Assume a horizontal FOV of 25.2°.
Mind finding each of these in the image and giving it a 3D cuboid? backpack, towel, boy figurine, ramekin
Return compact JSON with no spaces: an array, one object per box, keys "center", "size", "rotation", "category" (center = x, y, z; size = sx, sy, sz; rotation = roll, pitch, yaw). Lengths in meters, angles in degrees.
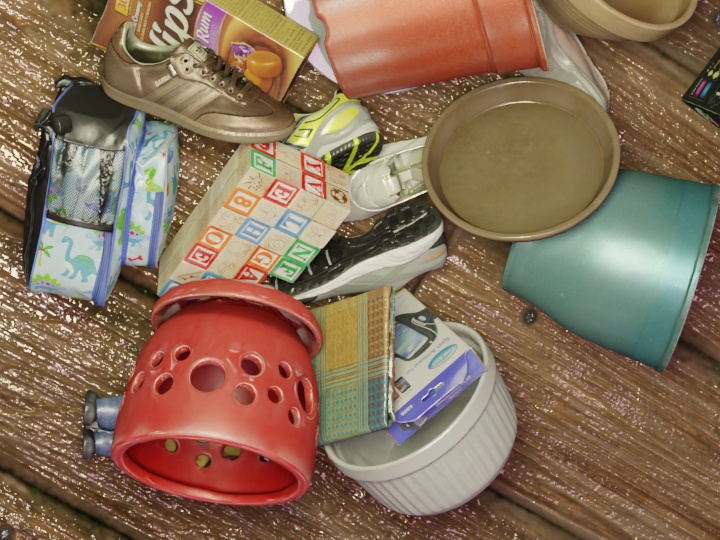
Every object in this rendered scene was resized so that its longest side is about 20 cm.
[{"center":[-0.258,-0.069,1.598],"size":[0.146,0.183,0.201],"rotation":[13,108,-8],"category":"backpack"},{"center":[-0.022,0.102,1.639],"size":[0.022,0.200,0.148],"rotation":[9,74,-31],"category":"towel"},{"center":[-0.197,0.162,1.719],"size":[0.199,0.064,0.125],"rotation":[1,104,-6],"category":"boy figurine"},{"center":[0.068,0.161,1.677],"size":[0.200,0.200,0.105],"rotation":[-34,121,4],"category":"ramekin"}]

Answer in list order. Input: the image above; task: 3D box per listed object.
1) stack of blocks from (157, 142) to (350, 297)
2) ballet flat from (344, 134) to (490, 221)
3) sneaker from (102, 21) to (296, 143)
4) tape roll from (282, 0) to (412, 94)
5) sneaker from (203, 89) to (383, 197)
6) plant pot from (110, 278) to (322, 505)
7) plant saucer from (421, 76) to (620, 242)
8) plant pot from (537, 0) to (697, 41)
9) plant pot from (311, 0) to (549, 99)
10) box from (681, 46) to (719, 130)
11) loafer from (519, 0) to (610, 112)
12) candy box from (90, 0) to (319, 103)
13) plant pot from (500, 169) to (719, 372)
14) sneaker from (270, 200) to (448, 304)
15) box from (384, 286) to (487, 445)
[{"center":[-0.110,-0.036,1.633],"size":[0.115,0.059,0.200],"rotation":[23,128,-23],"category":"stack of blocks"},{"center":[0.050,-0.102,1.677],"size":[0.199,0.069,0.070],"rotation":[-20,104,0],"category":"ballet flat"},{"center":[-0.156,-0.181,1.554],"size":[0.199,0.071,0.076],"rotation":[16,122,6],"category":"sneaker"},{"center":[0.019,-0.282,1.631],"size":[0.199,0.066,0.202],"rotation":[-1,104,-5],"category":"tape roll"},{"center":[-0.074,-0.116,1.670],"size":[0.199,0.075,0.077],"rotation":[-25,67,9],"category":"sneaker"},{"center":[-0.137,0.120,1.605],"size":[0.199,0.201,0.183],"rotation":[10,62,-7],"category":"plant pot"},{"center":[0.161,-0.108,1.611],"size":[0.199,0.201,0.030],"rotation":[-18,147,0],"category":"plant saucer"},{"center":[0.234,-0.302,1.610],"size":[0.201,0.201,0.093],"rotation":[39,138,-12],"category":"plant pot"},{"center":[0.059,-0.259,1.518],"size":[0.194,0.201,0.202],"rotation":[-15,104,7],"category":"plant pot"},{"center":[0.440,-0.168,1.625],"size":[0.148,0.200,0.125],"rotation":[35,97,-11],"category":"box"},{"center":[0.192,-0.235,1.668],"size":[0.072,0.063,0.200],"rotation":[-28,104,36],"category":"loafer"},{"center":[-0.156,-0.229,1.599],"size":[0.199,0.057,0.117],"rotation":[31,127,-1],"category":"candy box"},{"center":[0.250,-0.019,1.660],"size":[0.187,0.200,0.201],"rotation":[17,102,7],"category":"plant pot"},{"center":[0.000,0.000,1.696],"size":[0.199,0.074,0.080],"rotation":[-19,133,7],"category":"sneaker"},{"center":[0.044,0.098,1.647],"size":[0.119,0.200,0.042],"rotation":[-40,124,-4],"category":"box"}]
